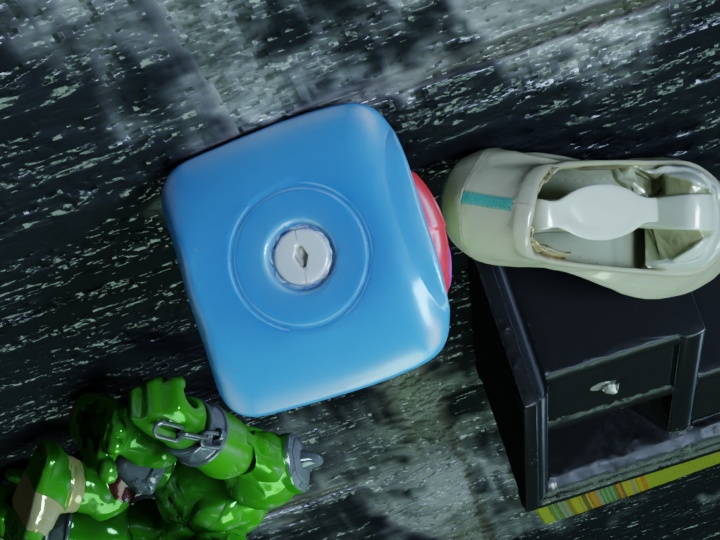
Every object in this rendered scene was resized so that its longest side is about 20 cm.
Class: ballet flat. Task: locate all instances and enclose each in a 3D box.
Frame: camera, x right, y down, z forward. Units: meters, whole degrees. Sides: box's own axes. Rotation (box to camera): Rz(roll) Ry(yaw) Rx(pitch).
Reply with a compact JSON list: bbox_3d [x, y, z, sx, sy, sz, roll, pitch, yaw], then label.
[{"bbox_3d":[0.124,-0.023,1.349,0.200,0.070,0.069,0,154,-43],"label":"ballet flat"}]

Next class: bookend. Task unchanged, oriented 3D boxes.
[{"bbox_3d":[0.163,0.029,1.496,0.200,0.092,0.199,-17,160,-3],"label":"bookend"}]

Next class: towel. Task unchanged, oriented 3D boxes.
[{"bbox_3d":[0.207,0.120,1.903,0.200,0.018,0.086,-20,166,4],"label":"towel"}]

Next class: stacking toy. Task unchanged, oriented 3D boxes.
[{"bbox_3d":[0.000,0.000,1.295,0.110,0.116,0.200,-19,172,12],"label":"stacking toy"}]

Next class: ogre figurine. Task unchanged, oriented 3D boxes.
[{"bbox_3d":[-0.102,0.108,1.496,0.120,0.098,0.200,15,131,-27],"label":"ogre figurine"}]
